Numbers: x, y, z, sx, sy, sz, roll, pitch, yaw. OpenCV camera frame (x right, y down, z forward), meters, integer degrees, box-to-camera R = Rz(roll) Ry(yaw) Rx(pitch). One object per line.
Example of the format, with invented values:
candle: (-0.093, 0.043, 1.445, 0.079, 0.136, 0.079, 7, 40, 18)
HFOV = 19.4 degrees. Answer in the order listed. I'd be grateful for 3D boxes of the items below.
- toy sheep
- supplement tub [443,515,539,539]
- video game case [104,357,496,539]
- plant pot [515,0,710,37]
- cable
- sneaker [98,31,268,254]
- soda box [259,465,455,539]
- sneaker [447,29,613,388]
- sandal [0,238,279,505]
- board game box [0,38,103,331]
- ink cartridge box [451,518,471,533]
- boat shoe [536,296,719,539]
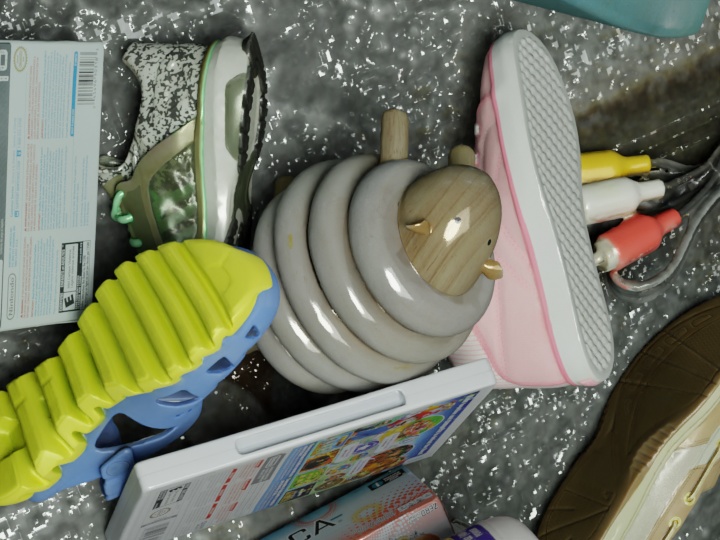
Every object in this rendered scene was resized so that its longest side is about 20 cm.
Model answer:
toy sheep: (0.000, 0.000, 1.125, 0.137, 0.200, 0.139, 22, 53, -32)
supplement tub: (0.021, 0.231, 1.094, 0.199, 0.145, 0.146, -24, 107, -10)
video game case: (-0.035, 0.102, 1.141, 0.198, 0.143, 0.018, -16, 73, -19)
plant pot: (0.114, -0.205, 1.129, 0.199, 0.141, 0.143, 17, 93, -52)
cable: (0.198, -0.050, 1.242, 0.199, 0.050, 0.098, -24, 69, -12)
sneaker: (-0.105, -0.035, 1.139, 0.088, 0.077, 0.202, 11, 97, 9)
soda box: (-0.040, 0.188, 1.179, 0.199, 0.068, 0.064, -26, 108, -11)
sneaker: (0.073, -0.028, 1.184, 0.075, 0.104, 0.202, -9, 87, -60)
sandal: (-0.112, 0.057, 1.089, 0.200, 0.080, 0.087, -37, 142, 26)
board game box: (-0.217, -0.041, 1.032, 0.199, 0.064, 0.149, -7, 102, -55)
ink cartridge box: (0.099, 0.265, 1.244, 0.200, 0.087, 0.146, 38, 83, -23)
boat shoe: (0.184, 0.108, 1.268, 0.066, 0.074, 0.201, 41, 84, -35)
